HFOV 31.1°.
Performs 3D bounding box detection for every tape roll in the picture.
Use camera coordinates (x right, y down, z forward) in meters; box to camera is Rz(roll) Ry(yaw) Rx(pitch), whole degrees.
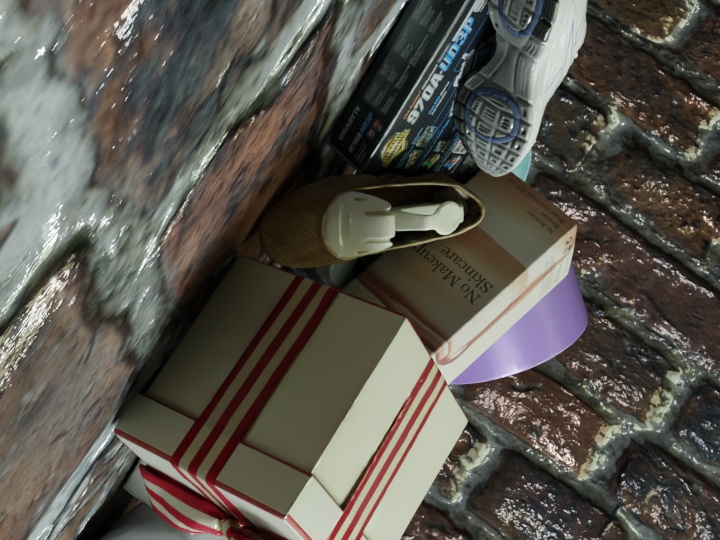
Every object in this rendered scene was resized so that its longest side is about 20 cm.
[{"bbox_3d":[0.143,0.040,1.424,0.199,0.085,0.200,-17,-163,5],"label":"tape roll"}]

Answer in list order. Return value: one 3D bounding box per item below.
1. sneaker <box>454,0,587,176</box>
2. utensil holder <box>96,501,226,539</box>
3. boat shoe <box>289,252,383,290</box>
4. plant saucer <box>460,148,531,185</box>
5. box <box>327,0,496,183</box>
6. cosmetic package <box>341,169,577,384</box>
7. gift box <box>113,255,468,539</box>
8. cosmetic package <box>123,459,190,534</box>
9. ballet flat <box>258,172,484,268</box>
[{"bbox_3d":[0.133,-0.156,0.978,0.087,0.074,0.200,-27,147,-39],"label":"sneaker"},{"bbox_3d":[-0.182,0.302,1.178,0.170,0.170,0.200,-57,178,7],"label":"utensil holder"},{"bbox_3d":[-0.028,-0.003,1.104,0.074,0.068,0.199,-61,163,-8],"label":"boat shoe"},{"bbox_3d":[0.086,-0.045,1.215,0.200,0.036,0.200,-46,162,-20],"label":"plant saucer"},{"bbox_3d":[0.082,-0.163,1.023,0.159,0.046,0.200,-2,130,-52],"label":"box"},{"bbox_3d":[0.078,0.013,1.092,0.200,0.103,0.087,-42,156,-20],"label":"cosmetic package"},{"bbox_3d":[-0.039,0.133,0.943,0.187,0.184,0.200,-56,139,-20],"label":"gift box"},{"bbox_3d":[-0.115,0.119,1.140,0.200,0.081,0.113,-56,176,18],"label":"cosmetic package"},{"bbox_3d":[0.019,-0.039,0.982,0.199,0.072,0.068,-8,103,-41],"label":"ballet flat"}]
